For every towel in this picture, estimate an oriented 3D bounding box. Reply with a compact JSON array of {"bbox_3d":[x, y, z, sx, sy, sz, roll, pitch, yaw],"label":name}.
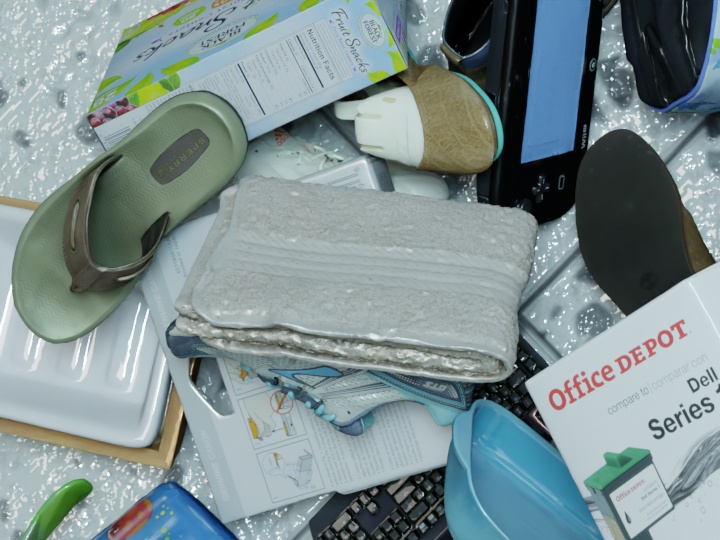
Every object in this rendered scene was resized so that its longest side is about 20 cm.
[{"bbox_3d":[0.000,0.000,0.915,0.198,0.035,0.133,6,43,11],"label":"towel"}]

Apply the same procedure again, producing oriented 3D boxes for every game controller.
[{"bbox_3d":[0.116,-0.126,0.984,0.042,0.104,0.202,23,115,44],"label":"game controller"}]

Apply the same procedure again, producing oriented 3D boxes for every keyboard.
[{"bbox_3d":[0.066,0.147,1.023,0.200,0.021,0.127,-46,71,6],"label":"keyboard"}]

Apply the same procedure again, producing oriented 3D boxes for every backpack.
[{"bbox_3d":[0.237,-0.198,0.948,0.145,0.183,0.203,0,90,-4],"label":"backpack"}]

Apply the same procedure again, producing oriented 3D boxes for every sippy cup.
[{"bbox_3d":[-0.134,0.214,1.020,0.130,0.140,0.178,-46,103,-6],"label":"sippy cup"}]

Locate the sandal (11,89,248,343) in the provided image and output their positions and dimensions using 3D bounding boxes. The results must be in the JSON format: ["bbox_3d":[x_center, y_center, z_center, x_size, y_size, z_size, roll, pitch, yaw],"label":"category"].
[{"bbox_3d":[-0.151,-0.032,0.968,0.080,0.057,0.201,40,113,-12],"label":"sandal"}]

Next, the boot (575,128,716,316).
[{"bbox_3d":[0.196,0.002,0.991,0.073,0.075,0.202,-37,56,28],"label":"boot"}]

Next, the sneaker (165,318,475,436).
[{"bbox_3d":[-0.024,0.059,0.955,0.198,0.078,0.087,2,103,14],"label":"sneaker"}]

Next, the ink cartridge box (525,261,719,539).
[{"bbox_3d":[0.195,0.108,0.831,0.146,0.084,0.201,-40,74,48],"label":"ink cartridge box"}]

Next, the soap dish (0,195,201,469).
[{"bbox_3d":[-0.196,0.040,1.087,0.198,0.081,0.159,10,84,18],"label":"soap dish"}]

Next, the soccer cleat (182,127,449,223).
[{"bbox_3d":[-0.038,-0.062,1.061,0.198,0.069,0.079,-2,97,20],"label":"soccer cleat"}]

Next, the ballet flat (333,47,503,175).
[{"bbox_3d":[0.022,-0.104,0.999,0.072,0.200,0.069,-10,117,-16],"label":"ballet flat"}]

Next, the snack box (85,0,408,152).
[{"bbox_3d":[-0.069,-0.147,1.035,0.198,0.169,0.068,-24,115,14],"label":"snack box"}]

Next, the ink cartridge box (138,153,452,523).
[{"bbox_3d":[-0.037,0.046,1.016,0.172,0.044,0.202,-17,94,17],"label":"ink cartridge box"}]

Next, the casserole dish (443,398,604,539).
[{"bbox_3d":[0.116,0.161,0.933,0.199,0.122,0.039,39,118,-17],"label":"casserole dish"}]

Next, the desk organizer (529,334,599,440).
[{"bbox_3d":[0.196,0.130,0.946,0.200,0.077,0.072,43,94,13],"label":"desk organizer"}]

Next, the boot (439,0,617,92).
[{"bbox_3d":[0.122,-0.193,1.023,0.074,0.097,0.201,34,92,19],"label":"boot"}]
